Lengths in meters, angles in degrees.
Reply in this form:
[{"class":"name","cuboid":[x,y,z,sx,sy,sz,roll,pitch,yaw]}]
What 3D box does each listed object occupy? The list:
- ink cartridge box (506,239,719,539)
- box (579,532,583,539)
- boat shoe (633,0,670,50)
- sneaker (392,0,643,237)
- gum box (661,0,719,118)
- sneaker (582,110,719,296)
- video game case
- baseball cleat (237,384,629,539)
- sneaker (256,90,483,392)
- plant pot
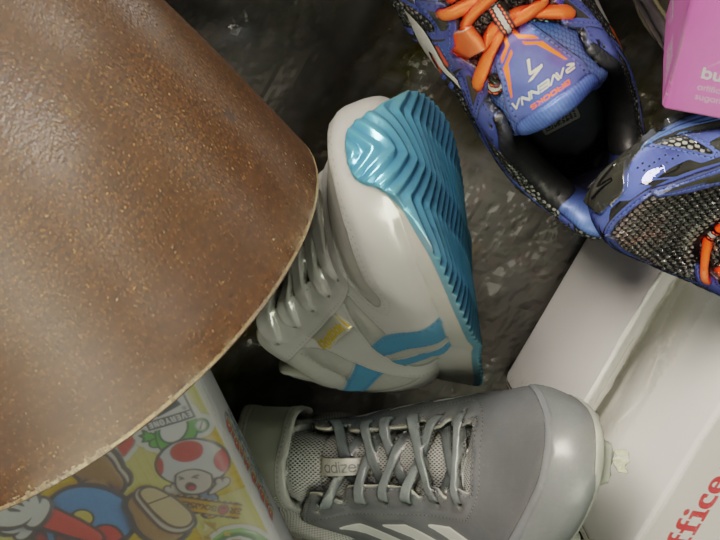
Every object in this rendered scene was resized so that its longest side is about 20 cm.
[{"class":"ink cartridge box","cuboid":[0.163,0.046,0.982,0.199,0.125,0.129,13,121,-28]},{"class":"box","cuboid":[0.110,0.173,1.077,0.199,0.105,0.149,-7,129,-16]},{"class":"boat shoe","cuboid":[0.108,-0.140,0.855,0.072,0.065,0.201,-23,130,0]},{"class":"sneaker","cuboid":[0.053,-0.088,0.856,0.075,0.079,0.200,-34,131,8]},{"class":"gum box","cuboid":[0.204,-0.096,0.791,0.199,0.066,0.114,11,126,1]},{"class":"sneaker","cuboid":[0.164,0.000,0.849,0.199,0.079,0.075,16,138,-25]},{"class":"video game case","cuboid":[-0.125,0.111,0.909,0.199,0.023,0.183,-17,125,10]},{"class":"baseball cleat","cuboid":[0.012,0.079,0.929,0.106,0.070,0.200,12,163,-21]},{"class":"sneaker","cuboid":[0.000,0.000,0.875,0.080,0.077,0.200,-5,159,2]},{"class":"plant pot","cuboid":[-0.144,-0.056,0.770,0.186,0.187,0.200,-33,116,7]}]
